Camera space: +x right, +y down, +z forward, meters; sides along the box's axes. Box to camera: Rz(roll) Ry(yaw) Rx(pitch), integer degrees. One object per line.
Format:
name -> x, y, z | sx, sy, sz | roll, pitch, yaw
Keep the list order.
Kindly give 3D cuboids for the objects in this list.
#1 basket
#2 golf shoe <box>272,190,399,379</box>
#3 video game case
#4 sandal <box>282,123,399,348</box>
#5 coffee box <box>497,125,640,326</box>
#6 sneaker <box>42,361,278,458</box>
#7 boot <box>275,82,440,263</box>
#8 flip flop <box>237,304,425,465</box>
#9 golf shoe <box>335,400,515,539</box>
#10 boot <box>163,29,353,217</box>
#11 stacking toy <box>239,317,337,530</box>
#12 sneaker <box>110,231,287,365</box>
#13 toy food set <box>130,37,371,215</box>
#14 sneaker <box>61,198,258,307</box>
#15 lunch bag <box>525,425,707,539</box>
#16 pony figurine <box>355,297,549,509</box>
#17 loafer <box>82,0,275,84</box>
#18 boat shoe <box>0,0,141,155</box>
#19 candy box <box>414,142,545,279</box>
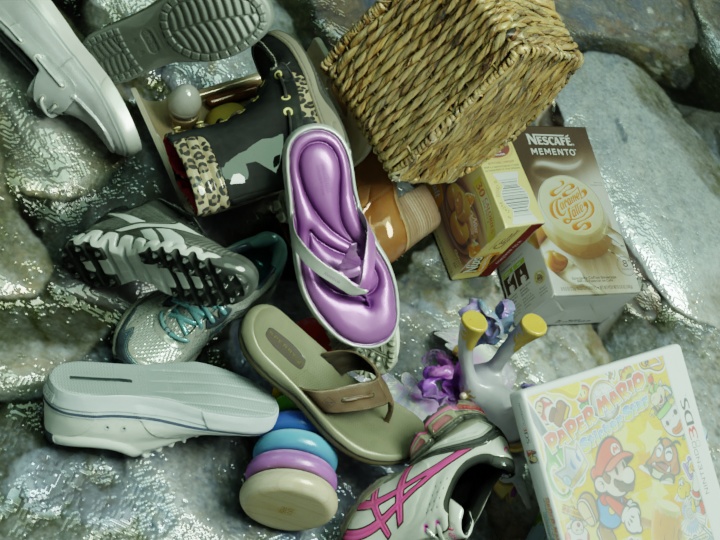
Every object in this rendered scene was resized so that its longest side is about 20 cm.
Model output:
basket -> 0.091, -0.196, 1.367 | 0.143, 0.200, 0.149 | -4, 57, -51
golf shoe -> 0.000, 0.000, 1.340 | 0.097, 0.078, 0.200 | -5, 72, -58
video game case -> 0.226, 0.170, 1.235 | 0.200, 0.023, 0.182 | -12, 85, -37
sandal -> -0.022, -0.025, 1.242 | 0.082, 0.050, 0.203 | -21, 99, -6
coffee box -> 0.200, -0.048, 1.529 | 0.114, 0.080, 0.200 | -2, 64, -29
sneaker -> -0.172, 0.122, 1.240 | 0.200, 0.071, 0.073 | 8, 33, -14
boot -> -0.029, -0.088, 1.445 | 0.155, 0.077, 0.200 | -28, 85, -32
flip flop -> -0.017, 0.095, 1.258 | 0.200, 0.058, 0.081 | 42, 37, -13
golf shoe -> 0.051, 0.208, 1.238 | 0.073, 0.200, 0.092 | 29, 13, -36
boot -> -0.105, -0.133, 1.318 | 0.150, 0.073, 0.200 | -19, 53, -12
stacking toy -> -0.055, 0.127, 1.301 | 0.085, 0.085, 0.200 | 20, 50, -17
sneaker -> -0.142, 0.023, 1.302 | 0.078, 0.086, 0.200 | 46, 52, 3
toy food set -> -0.104, -0.145, 1.397 | 0.200, 0.060, 0.144 | -19, 62, -16
sneaker -> -0.164, -0.024, 1.268 | 0.091, 0.200, 0.067 | -56, 140, -35
lunch bag -> 0.234, 0.212, 1.347 | 0.082, 0.161, 0.200 | 38, 53, -4
pony figurine -> 0.112, 0.113, 1.342 | 0.166, 0.200, 0.193 | -33, 66, -32
loafer -> -0.171, -0.236, 1.389 | 0.070, 0.200, 0.075 | -65, 140, -57
boat shoe -> -0.283, -0.181, 1.362 | 0.068, 0.072, 0.200 | -35, 89, -16
candy box -> 0.105, -0.106, 1.489 | 0.055, 0.115, 0.200 | -7, 66, -32
